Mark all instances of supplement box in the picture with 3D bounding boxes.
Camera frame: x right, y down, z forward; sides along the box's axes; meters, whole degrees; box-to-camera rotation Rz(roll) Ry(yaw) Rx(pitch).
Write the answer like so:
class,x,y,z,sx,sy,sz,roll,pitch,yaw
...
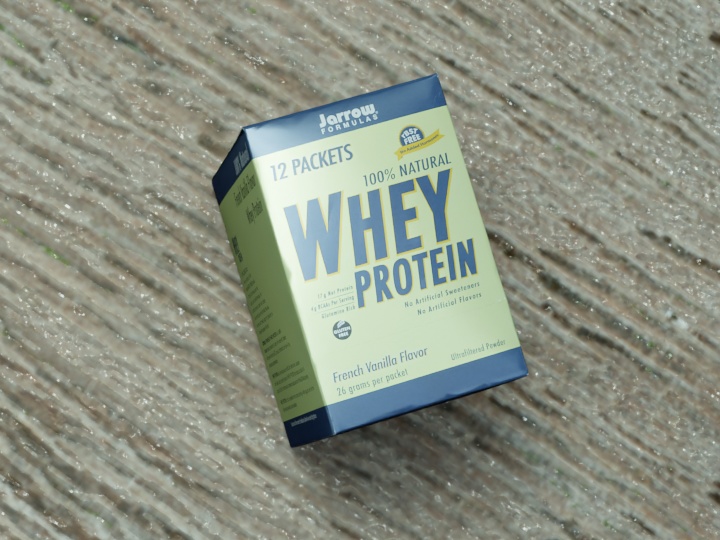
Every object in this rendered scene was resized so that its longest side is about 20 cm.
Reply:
class,x,y,z,sx,sy,sz,roll,pitch,yaw
supplement box,0.000,0.000,1.386,0.134,0.200,0.201,-16,86,-12
